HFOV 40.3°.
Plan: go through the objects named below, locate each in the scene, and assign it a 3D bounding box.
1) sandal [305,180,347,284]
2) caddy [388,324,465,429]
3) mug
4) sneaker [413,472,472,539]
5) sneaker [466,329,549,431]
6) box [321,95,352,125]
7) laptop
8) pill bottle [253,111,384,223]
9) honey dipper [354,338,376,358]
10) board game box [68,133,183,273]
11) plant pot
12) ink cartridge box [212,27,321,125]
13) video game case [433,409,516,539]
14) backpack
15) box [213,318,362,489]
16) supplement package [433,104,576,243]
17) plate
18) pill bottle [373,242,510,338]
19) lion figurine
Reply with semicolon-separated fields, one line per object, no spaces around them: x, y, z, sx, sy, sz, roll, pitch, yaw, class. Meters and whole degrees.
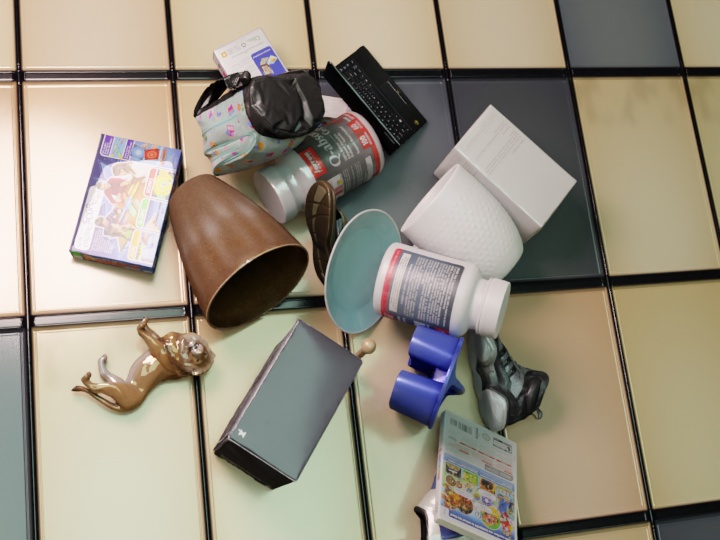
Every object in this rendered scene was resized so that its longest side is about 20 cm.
-0.044;-0.058;1.556;0.054;0.203;0.082;-23;37;-23;sandal
0.114;0.168;1.521;0.103;0.200;0.143;22;79;7;caddy
0.161;-0.043;1.629;0.175;0.148;0.200;41;99;-5;mug
0.151;0.423;1.524;0.115;0.081;0.200;-39;80;-17;sneaker
0.244;0.157;1.621;0.112;0.075;0.204;-6;82;-17;sneaker
-0.095;-0.277;1.672;0.196;0.039;0.042;5;72;-13;box
0.032;-0.295;1.637;0.178;0.103;0.200;49;49;-4;laptop
-0.068;-0.166;1.607;0.199;0.116;0.117;-33;84;-20;pill bottle
-0.007;0.136;1.492;0.037;0.200;0.039;3;74;-13;honey dipper
-0.367;-0.107;1.547;0.133;0.035;0.203;12;72;-2;board game box
-0.210;-0.046;1.518;0.185;0.188;0.201;-31;67;-20;plant pot
-0.155;-0.297;1.622;0.094;0.037;0.202;-30;80;-17;ink cartridge box
0.182;0.326;1.526;0.142;0.018;0.202;27;41;-16;video game case
-0.168;-0.225;1.504;0.165;0.198;0.129;-5;82;-46;backpack
-0.110;0.204;1.448;0.122;0.198;0.202;32;70;-3;box
0.247;-0.159;1.685;0.200;0.117;0.117;42;67;1;supplement package
0.000;0.000;1.567;0.025;0.201;0.202;16;64;36;plate
0.129;0.037;1.543;0.197;0.120;0.121;16;70;15;pill bottle
-0.325;0.154;1.484;0.199;0.072;0.123;-41;100;-7;lion figurine
